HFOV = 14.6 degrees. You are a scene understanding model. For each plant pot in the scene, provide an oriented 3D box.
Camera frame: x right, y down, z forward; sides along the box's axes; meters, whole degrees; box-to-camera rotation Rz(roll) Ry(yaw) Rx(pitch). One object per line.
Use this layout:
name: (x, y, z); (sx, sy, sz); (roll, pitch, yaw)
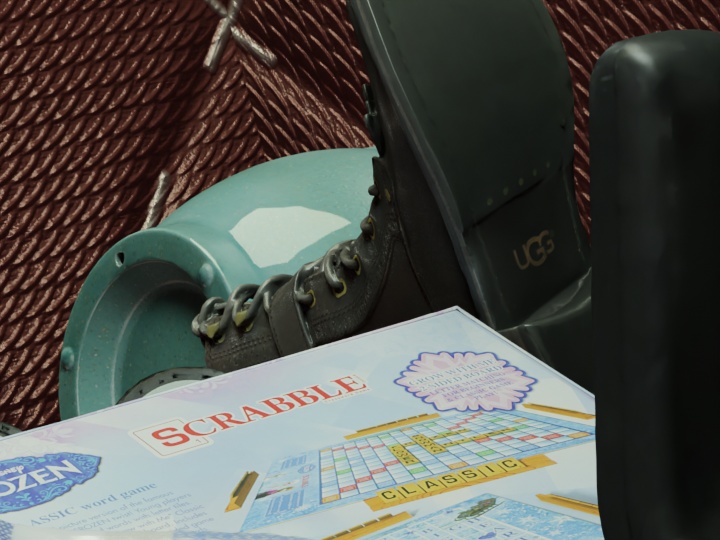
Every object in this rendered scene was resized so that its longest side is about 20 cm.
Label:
plant pot: (-0.033, 0.046, 1.102); (0.134, 0.202, 0.200); (3, -12, -42)

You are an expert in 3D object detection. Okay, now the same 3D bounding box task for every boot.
boot: (0.000, 0.000, 0.876); (0.069, 0.201, 0.174); (-20, -2, -40)

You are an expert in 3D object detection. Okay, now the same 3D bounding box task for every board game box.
board game box: (0.004, 0.085, 0.693); (0.199, 0.041, 0.199); (-14, 30, -32)

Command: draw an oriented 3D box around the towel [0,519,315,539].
towel: (-0.008, 0.095, 0.588); (0.199, 0.024, 0.147); (3, 24, 4)

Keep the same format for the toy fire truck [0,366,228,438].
toy fire truck: (-0.085, 0.133, 0.772); (0.175, 0.201, 0.129); (-13, -41, -5)

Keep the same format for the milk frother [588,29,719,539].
milk frother: (0.160, 0.007, 0.560); (0.199, 0.190, 0.180); (-7, 6, -24)
